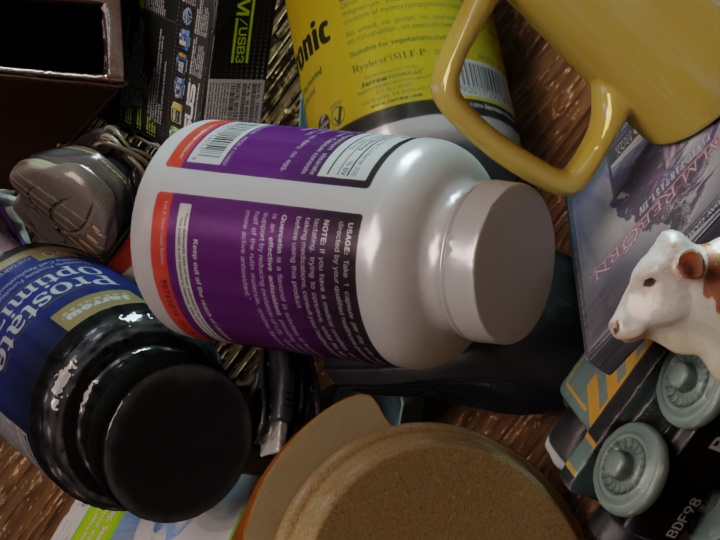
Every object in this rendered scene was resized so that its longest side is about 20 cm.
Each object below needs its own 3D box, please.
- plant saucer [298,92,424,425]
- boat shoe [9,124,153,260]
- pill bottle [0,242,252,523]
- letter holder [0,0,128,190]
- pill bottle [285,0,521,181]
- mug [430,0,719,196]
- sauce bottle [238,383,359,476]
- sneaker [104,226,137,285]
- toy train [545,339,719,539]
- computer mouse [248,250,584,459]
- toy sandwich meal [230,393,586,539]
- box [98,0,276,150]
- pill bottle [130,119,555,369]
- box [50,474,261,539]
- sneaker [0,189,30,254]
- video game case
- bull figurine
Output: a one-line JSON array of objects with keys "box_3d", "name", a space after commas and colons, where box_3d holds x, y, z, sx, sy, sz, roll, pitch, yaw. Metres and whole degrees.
[{"box_3d": [0.000, 0.000, 1.457, 0.070, 0.019, 0.201, 95, 161, -60], "name": "plant saucer"}, {"box_3d": [-0.158, -0.053, 1.553, 0.073, 0.074, 0.200, -47, 8, -12], "name": "boat shoe"}, {"box_3d": [-0.138, 0.062, 1.424, 0.200, 0.111, 0.113, 28, 99, 57], "name": "pill bottle"}, {"box_3d": [-0.236, -0.127, 1.573, 0.200, 0.141, 0.101, 144, 124, -62], "name": "letter holder"}, {"box_3d": [0.017, -0.134, 1.433, 0.111, 0.111, 0.201, -28, 61, 35], "name": "pill bottle"}, {"box_3d": [0.120, -0.150, 1.252, 0.149, 0.153, 0.187, -35, 26, 48], "name": "mug"}, {"box_3d": [-0.074, 0.099, 1.494, 0.199, 0.066, 0.067, -14, 70, 38], "name": "sauce bottle"}, {"box_3d": [-0.086, 0.006, 1.522, 0.067, 0.108, 0.201, -52, 2, -28], "name": "sneaker"}, {"box_3d": [0.164, 0.041, 1.276, 0.201, 0.085, 0.114, -57, 36, 18], "name": "toy train"}, {"box_3d": [0.033, 0.028, 1.363, 0.199, 0.053, 0.139, -1, 66, 17], "name": "computer mouse"}, {"box_3d": [0.024, 0.166, 1.308, 0.070, 0.204, 0.207, 154, 120, -62], "name": "toy sandwich meal"}, {"box_3d": [-0.113, -0.177, 1.561, 0.193, 0.047, 0.201, 29, 115, 56], "name": "box"}, {"box_3d": [-0.008, -0.012, 1.310, 0.199, 0.112, 0.113, 7, 84, 34], "name": "pill bottle"}, {"box_3d": [-0.072, 0.179, 1.419, 0.199, 0.101, 0.113, 2, 53, 44], "name": "box"}, {"box_3d": [-0.232, 0.007, 1.650, 0.200, 0.088, 0.081, 44, 108, 39], "name": "sneaker"}, {"box_3d": [0.152, -0.052, 1.275, 0.143, 0.019, 0.200, -49, 17, 22], "name": "video game case"}, {"box_3d": [0.204, 0.033, 1.165, 0.065, 0.199, 0.122, -9, 90, 64], "name": "bull figurine"}]
